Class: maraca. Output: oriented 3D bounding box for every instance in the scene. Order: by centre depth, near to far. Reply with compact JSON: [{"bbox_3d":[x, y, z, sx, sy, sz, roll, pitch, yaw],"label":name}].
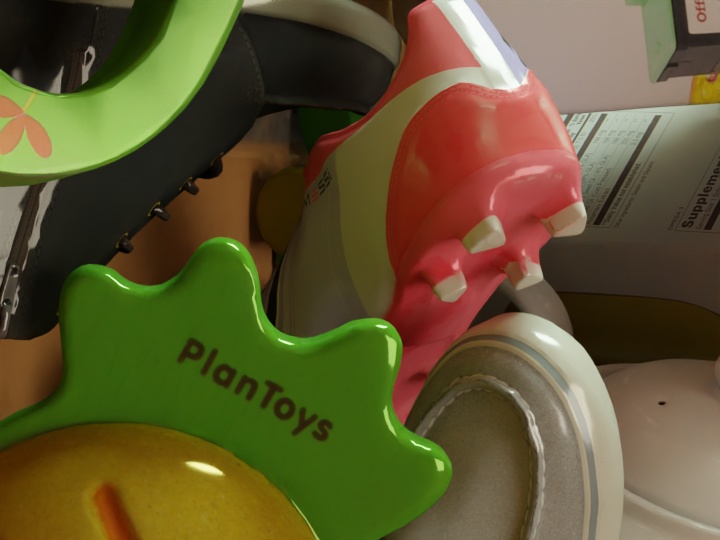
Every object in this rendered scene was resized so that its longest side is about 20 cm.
[{"bbox_3d":[-0.059,0.089,0.706,0.201,0.137,0.107,-61,-174,13],"label":"maraca"}]

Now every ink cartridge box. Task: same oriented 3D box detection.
[{"bbox_3d":[0.113,-0.109,0.857,0.145,0.199,0.084,-112,-161,-72],"label":"ink cartridge box"}]

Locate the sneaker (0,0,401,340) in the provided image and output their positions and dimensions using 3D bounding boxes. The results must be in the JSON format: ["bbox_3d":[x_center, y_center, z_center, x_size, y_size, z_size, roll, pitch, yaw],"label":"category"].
[{"bbox_3d":[-0.070,-0.035,0.752,0.199,0.075,0.107,2,97,-48],"label":"sneaker"}]

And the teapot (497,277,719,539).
[{"bbox_3d":[0.105,0.092,0.860,0.198,0.199,0.147,-92,-167,-67],"label":"teapot"}]

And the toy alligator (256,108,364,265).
[{"bbox_3d":[0.001,0.029,0.873,0.059,0.054,0.201,-4,97,-56],"label":"toy alligator"}]

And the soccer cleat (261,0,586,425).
[{"bbox_3d":[0.000,0.000,0.787,0.066,0.200,0.077,-6,64,-32],"label":"soccer cleat"}]

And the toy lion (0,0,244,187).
[{"bbox_3d":[-0.123,-0.081,0.615,0.199,0.069,0.193,26,72,-27],"label":"toy lion"}]

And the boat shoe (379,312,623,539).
[{"bbox_3d":[0.019,0.109,0.761,0.071,0.070,0.202,-27,139,-53],"label":"boat shoe"}]

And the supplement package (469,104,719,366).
[{"bbox_3d":[0.156,0.001,0.971,0.151,0.199,0.152,-56,137,-38],"label":"supplement package"}]
